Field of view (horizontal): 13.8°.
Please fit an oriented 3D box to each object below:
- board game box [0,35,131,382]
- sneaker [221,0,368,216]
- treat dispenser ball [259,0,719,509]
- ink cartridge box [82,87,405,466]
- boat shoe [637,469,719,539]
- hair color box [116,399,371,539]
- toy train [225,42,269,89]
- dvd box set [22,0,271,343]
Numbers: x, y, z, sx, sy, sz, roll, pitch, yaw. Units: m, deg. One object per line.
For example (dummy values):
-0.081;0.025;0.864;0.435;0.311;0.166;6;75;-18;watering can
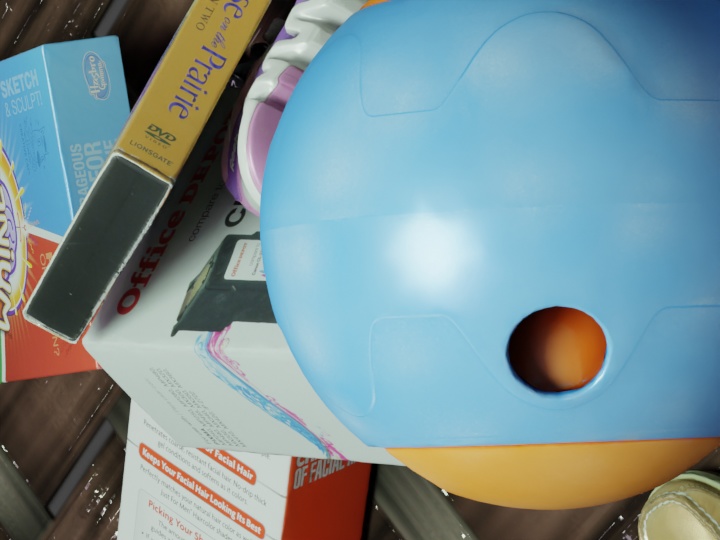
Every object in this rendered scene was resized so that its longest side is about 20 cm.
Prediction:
-0.162;-0.023;1.444;0.200;0.040;0.153;-11;89;61;board game box
-0.002;-0.098;1.217;0.080;0.200;0.088;32;160;-11;sneaker
0.064;-0.016;1.050;0.201;0.201;0.201;19;119;39;treat dispenser ball
0.000;0.000;1.251;0.200;0.146;0.083;1;144;43;ink cartridge box
0.170;0.173;1.215;0.200;0.076;0.072;54;135;15;boat shoe
-0.055;0.103;1.423;0.111;0.064;0.200;31;127;35;hair color box
-0.009;-0.083;1.325;0.200;0.034;0.046;-8;122;46;toy train
-0.071;-0.081;1.242;0.029;0.200;0.146;29;145;-6;dvd box set
